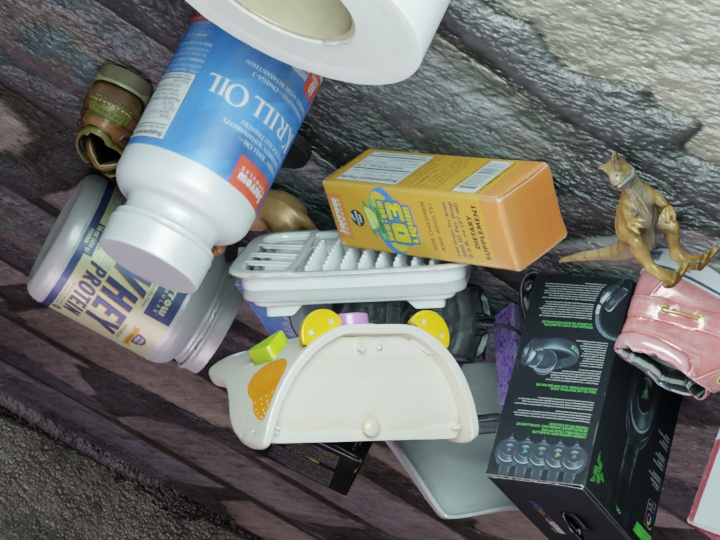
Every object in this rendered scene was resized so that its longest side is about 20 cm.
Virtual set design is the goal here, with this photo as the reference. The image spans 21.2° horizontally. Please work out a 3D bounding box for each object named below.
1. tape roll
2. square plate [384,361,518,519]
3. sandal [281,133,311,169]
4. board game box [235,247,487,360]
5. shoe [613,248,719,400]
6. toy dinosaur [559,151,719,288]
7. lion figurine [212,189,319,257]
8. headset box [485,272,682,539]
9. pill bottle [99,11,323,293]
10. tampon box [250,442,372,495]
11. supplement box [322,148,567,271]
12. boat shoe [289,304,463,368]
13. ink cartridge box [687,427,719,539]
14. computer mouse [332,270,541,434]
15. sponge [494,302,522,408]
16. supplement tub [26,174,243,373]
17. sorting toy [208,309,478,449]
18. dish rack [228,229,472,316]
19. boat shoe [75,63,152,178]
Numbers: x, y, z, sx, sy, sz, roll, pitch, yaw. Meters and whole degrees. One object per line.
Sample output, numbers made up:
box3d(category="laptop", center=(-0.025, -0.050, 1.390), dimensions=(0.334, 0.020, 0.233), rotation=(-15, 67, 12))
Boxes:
box3d(category="tape roll", center=(-0.037, -0.201, 1.216), dimensions=(0.201, 0.071, 0.203), rotation=(23, 163, 7))
box3d(category="square plate", center=(0.102, 0.158, 1.758), dimensions=(0.197, 0.029, 0.200), rotation=(-1, -143, -36))
box3d(category="sandal", center=(-0.112, -0.101, 1.665), dimensions=(0.075, 0.048, 0.200), rotation=(36, 161, -32))
box3d(category="board game box", center=(0.005, 0.033, 1.793), dimensions=(0.197, 0.044, 0.200), rotation=(-2, 155, 14))
box3d(category="shoe", center=(0.296, 0.068, 1.507), dimensions=(0.199, 0.092, 0.071), rotation=(28, 163, -7))
box3d(category="toy dinosaur", center=(0.209, -0.031, 1.431), dimensions=(0.106, 0.060, 0.200), rotation=(46, 165, 20))
box3d(category="lion figurine", center=(-0.105, -0.055, 1.786), dimensions=(0.198, 0.073, 0.123), rotation=(6, 151, 13))
box3d(category="headset box", center=(0.196, 0.132, 1.636), dimensions=(0.092, 0.201, 0.174), rotation=(4, 154, 29))
box3d(category="pill bottle", center=(-0.115, -0.089, 1.439), dimensions=(0.111, 0.201, 0.112), rotation=(22, 164, 7))
box3d(category="tampon box", center=(-0.032, 0.138, 2.092), dimensions=(0.125, 0.151, 0.200), rotation=(25, 164, 3))
box3d(category="supplement box", center=(0.063, -0.049, 1.506), dimensions=(0.199, 0.069, 0.067), rotation=(9, 126, 48))
box3d(category="boat shoe", center=(-0.003, 0.063, 1.730), dimensions=(0.201, 0.075, 0.086), rotation=(13, 158, -43))
box3d(category="ink cartridge box", center=(0.394, 0.191, 1.609), dimensions=(0.144, 0.146, 0.200), rotation=(13, 165, 38))
box3d(category="computer mouse", center=(0.071, 0.073, 1.674), dimensions=(0.198, 0.142, 0.046), rotation=(-2, -177, -10))
box3d(category="sponge", center=(0.203, 0.124, 1.788), dimensions=(0.199, 0.112, 0.030), rotation=(34, 125, -28))
box3d(category="supplement tub", center=(-0.229, 0.006, 1.992), dimensions=(0.199, 0.146, 0.145), rotation=(29, 163, -12))
box3d(category="sorting toy", center=(-0.033, 0.084, 1.566), dimensions=(0.199, 0.108, 0.180), rotation=(2, 179, -32))
box3d(category="dish rack", center=(0.000, 0.000, 1.577), dimensions=(0.198, 0.044, 0.172), rotation=(-3, -168, 7))
box3d(category="boat shoe", center=(-0.229, -0.122, 1.737), dimensions=(0.071, 0.068, 0.200), rotation=(23, 164, 4))
